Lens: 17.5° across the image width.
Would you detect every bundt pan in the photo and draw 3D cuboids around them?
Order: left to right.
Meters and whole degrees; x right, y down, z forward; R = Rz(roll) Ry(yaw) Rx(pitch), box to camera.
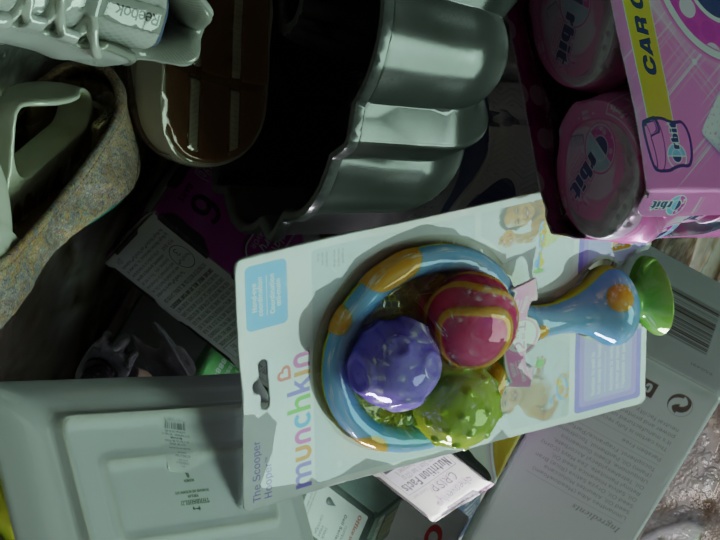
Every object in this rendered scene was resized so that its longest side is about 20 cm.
[{"bbox_3d":[0.003,-0.108,0.974,0.202,0.075,0.204,-173,-90,-66],"label":"bundt pan"}]

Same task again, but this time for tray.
[{"bbox_3d":[-0.074,0.092,0.947,0.200,0.022,0.108,2,70,-61],"label":"tray"}]

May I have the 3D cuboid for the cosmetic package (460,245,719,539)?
[{"bbox_3d":[0.108,0.096,1.134,0.201,0.071,0.102,-65,176,30],"label":"cosmetic package"}]

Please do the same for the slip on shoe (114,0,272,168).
[{"bbox_3d":[-0.063,-0.145,0.957,0.076,0.060,0.202,-3,105,-33],"label":"slip on shoe"}]

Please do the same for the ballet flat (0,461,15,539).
[{"bbox_3d":[-0.149,0.091,0.904,0.200,0.067,0.067,49,44,-26],"label":"ballet flat"}]

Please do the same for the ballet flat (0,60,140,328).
[{"bbox_3d":[-0.144,-0.027,0.882,0.200,0.068,0.068,-56,157,-56],"label":"ballet flat"}]

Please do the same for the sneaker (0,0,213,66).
[{"bbox_3d":[-0.113,-0.108,0.803,0.075,0.087,0.200,-66,162,13],"label":"sneaker"}]

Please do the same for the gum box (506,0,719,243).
[{"bbox_3d":[0.124,-0.107,0.976,0.113,0.202,0.066,-1,165,-37],"label":"gum box"}]

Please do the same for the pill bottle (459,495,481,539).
[{"bbox_3d":[0.026,0.097,1.469,0.120,0.119,0.201,-47,157,-44],"label":"pill bottle"}]

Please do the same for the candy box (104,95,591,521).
[{"bbox_3d":[0.000,0.000,1.083,0.061,0.200,0.137,-38,-164,52],"label":"candy box"}]

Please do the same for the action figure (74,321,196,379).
[{"bbox_3d":[-0.110,0.101,1.008,0.199,0.131,0.069,-29,177,-34],"label":"action figure"}]

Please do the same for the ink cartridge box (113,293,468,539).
[{"bbox_3d":[-0.058,0.126,1.149,0.200,0.084,0.147,41,72,-36],"label":"ink cartridge box"}]

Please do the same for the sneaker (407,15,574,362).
[{"bbox_3d":[0.046,-0.058,1.054,0.115,0.080,0.201,7,-92,64],"label":"sneaker"}]

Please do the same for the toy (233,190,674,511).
[{"bbox_3d":[0.047,0.033,0.970,0.199,0.047,0.116,-15,118,-27],"label":"toy"}]
